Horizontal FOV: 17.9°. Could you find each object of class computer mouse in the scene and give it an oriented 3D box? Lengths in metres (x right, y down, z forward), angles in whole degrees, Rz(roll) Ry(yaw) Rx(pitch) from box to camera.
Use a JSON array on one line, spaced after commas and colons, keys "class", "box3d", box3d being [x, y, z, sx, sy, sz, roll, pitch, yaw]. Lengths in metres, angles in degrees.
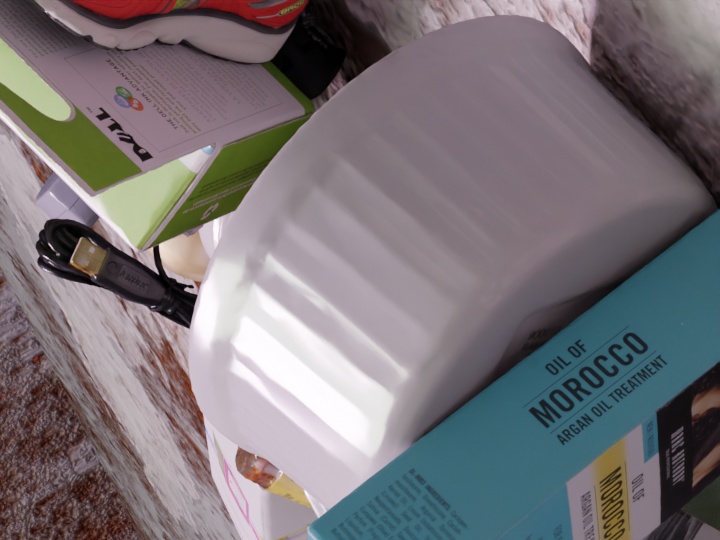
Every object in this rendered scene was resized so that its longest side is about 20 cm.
[{"class": "computer mouse", "box3d": [-0.110, -0.043, 1.155, 0.044, 0.110, 0.200, -53, 27, 33]}]

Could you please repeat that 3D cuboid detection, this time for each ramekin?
[{"class": "ramekin", "box3d": [0.043, 0.015, 0.854, 0.098, 0.200, 0.201, 43, 160, 30]}]

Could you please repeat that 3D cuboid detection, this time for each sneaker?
[{"class": "sneaker", "box3d": [-0.088, -0.151, 1.038, 0.200, 0.085, 0.077, -2, -133, -54]}]

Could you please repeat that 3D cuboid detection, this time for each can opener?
[{"class": "can opener", "box3d": [-0.062, -0.127, 1.220, 0.063, 0.079, 0.200, 56, 178, -24]}]

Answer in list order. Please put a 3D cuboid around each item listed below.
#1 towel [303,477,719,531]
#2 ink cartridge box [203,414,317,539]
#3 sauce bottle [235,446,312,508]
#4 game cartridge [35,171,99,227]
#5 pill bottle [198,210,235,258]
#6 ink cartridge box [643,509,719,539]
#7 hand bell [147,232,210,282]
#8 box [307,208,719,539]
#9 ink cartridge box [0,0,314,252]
[{"class": "towel", "box3d": [0.077, 0.112, 1.021, 0.200, 0.031, 0.149, -27, 97, 34]}, {"class": "ink cartridge box", "box3d": [-0.008, 0.091, 1.305, 0.085, 0.144, 0.200, 62, 168, 18]}, {"class": "sauce bottle", "box3d": [0.036, 0.112, 1.176, 0.200, 0.066, 0.066, 21, 175, -14]}, {"class": "game cartridge", "box3d": [-0.139, -0.083, 1.360, 0.042, 0.133, 0.200, 36, -176, -8]}, {"class": "pill bottle", "box3d": [0.000, 0.000, 1.147, 0.200, 0.114, 0.114, 39, 156, 55]}, {"class": "ink cartridge box", "box3d": [0.106, 0.174, 0.924, 0.200, 0.144, 0.084, 30, 158, 15]}, {"class": "hand bell", "box3d": [-0.084, -0.058, 1.307, 0.104, 0.104, 0.200, 58, 173, 6]}, {"class": "box", "box3d": [0.077, 0.066, 0.809, 0.049, 0.200, 0.082, 44, 161, 31]}, {"class": "ink cartridge box", "box3d": [-0.135, -0.081, 1.055, 0.148, 0.200, 0.076, 44, 120, 10]}]
